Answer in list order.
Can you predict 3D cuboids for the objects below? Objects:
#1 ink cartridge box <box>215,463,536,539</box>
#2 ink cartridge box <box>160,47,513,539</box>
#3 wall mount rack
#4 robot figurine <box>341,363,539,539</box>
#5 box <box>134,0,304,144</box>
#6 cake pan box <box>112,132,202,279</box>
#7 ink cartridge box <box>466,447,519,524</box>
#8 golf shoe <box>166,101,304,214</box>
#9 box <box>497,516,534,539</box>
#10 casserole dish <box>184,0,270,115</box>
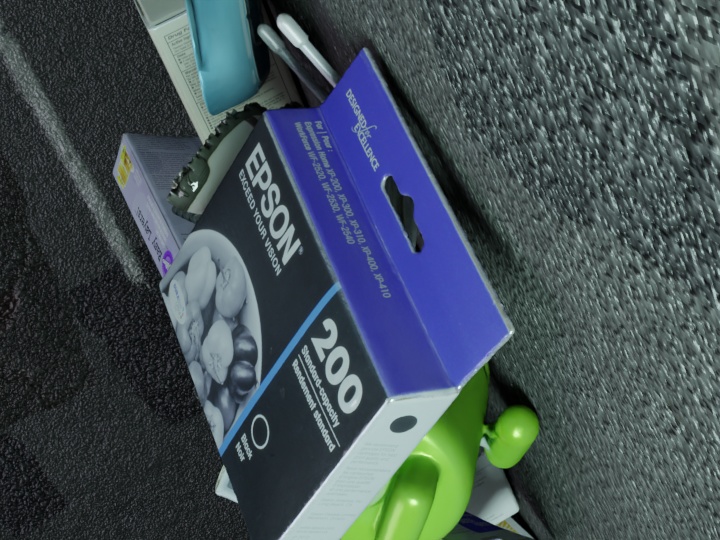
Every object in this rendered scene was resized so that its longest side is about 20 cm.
[{"bbox_3d":[0.025,0.176,0.943,0.198,0.044,0.198,20,178,20],"label":"ink cartridge box"},{"bbox_3d":[-0.025,0.018,0.710,0.201,0.043,0.199,-53,47,34],"label":"ink cartridge box"},{"bbox_3d":[-0.019,-0.070,0.846,0.200,0.074,0.176,-147,53,-77],"label":"wall mount rack"},{"bbox_3d":[0.018,0.092,0.831,0.201,0.174,0.117,-70,-4,-57],"label":"robot figurine"},{"bbox_3d":[-0.107,-0.158,1.117,0.078,0.094,0.201,59,173,47],"label":"box"},{"bbox_3d":[-0.103,-0.051,1.209,0.185,0.198,0.053,57,136,40],"label":"cake pan box"},{"bbox_3d":[0.049,0.107,1.075,0.201,0.067,0.115,66,173,-32],"label":"ink cartridge box"},{"bbox_3d":[-0.057,-0.067,0.945,0.088,0.077,0.200,44,-153,11],"label":"golf shoe"},{"bbox_3d":[0.063,0.243,1.177,0.200,0.101,0.113,39,149,47],"label":"box"},{"bbox_3d":[-0.090,-0.174,0.931,0.200,0.038,0.123,-87,-11,-78],"label":"casserole dish"}]
